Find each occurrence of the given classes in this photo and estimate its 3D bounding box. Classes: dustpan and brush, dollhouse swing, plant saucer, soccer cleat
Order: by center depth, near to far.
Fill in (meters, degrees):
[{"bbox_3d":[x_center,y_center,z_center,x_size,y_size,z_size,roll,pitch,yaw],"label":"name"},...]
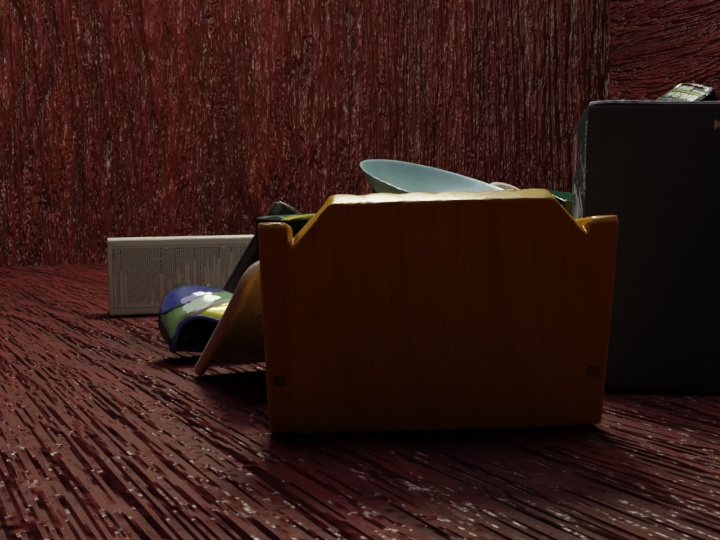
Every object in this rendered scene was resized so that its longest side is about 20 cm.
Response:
[{"bbox_3d":[0.041,0.013,0.621,0.195,0.185,0.176,-1,23,-1],"label":"dollhouse swing"},{"bbox_3d":[-0.088,0.057,0.889,0.196,0.066,0.084,5,35,-17],"label":"soccer cleat"},{"bbox_3d":[0.090,-0.070,1.010,0.197,0.039,0.201,13,15,-4],"label":"plant saucer"},{"bbox_3d":[-0.082,0.013,1.205,0.057,0.141,0.200,29,-5,22],"label":"dustpan and brush"}]

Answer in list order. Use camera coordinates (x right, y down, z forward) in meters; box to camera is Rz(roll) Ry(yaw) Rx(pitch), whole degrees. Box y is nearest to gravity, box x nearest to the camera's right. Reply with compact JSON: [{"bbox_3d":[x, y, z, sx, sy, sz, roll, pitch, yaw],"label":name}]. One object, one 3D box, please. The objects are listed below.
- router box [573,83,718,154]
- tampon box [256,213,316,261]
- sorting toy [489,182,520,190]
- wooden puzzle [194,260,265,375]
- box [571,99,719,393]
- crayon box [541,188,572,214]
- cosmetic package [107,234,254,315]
[{"bbox_3d":[0.334,-0.075,1.039,0.148,0.202,0.062,-32,23,-11],"label":"router box"},{"bbox_3d":[0.000,0.000,1.088,0.197,0.129,0.149,2,5,39],"label":"tampon box"},{"bbox_3d":[0.195,-0.015,1.272,0.177,0.109,0.200,3,-27,-29],"label":"sorting toy"},{"bbox_3d":[-0.021,0.028,0.749,0.196,0.038,0.185,-5,-23,-24],"label":"wooden puzzle"},{"bbox_3d":[0.219,-0.022,0.751,0.102,0.205,0.182,1,3,9],"label":"box"},{"bbox_3d":[0.279,-0.016,1.110,0.197,0.129,0.051,6,17,-30],"label":"crayon box"},{"bbox_3d":[-0.243,0.005,1.310,0.196,0.106,0.073,-1,2,-14],"label":"cosmetic package"}]
